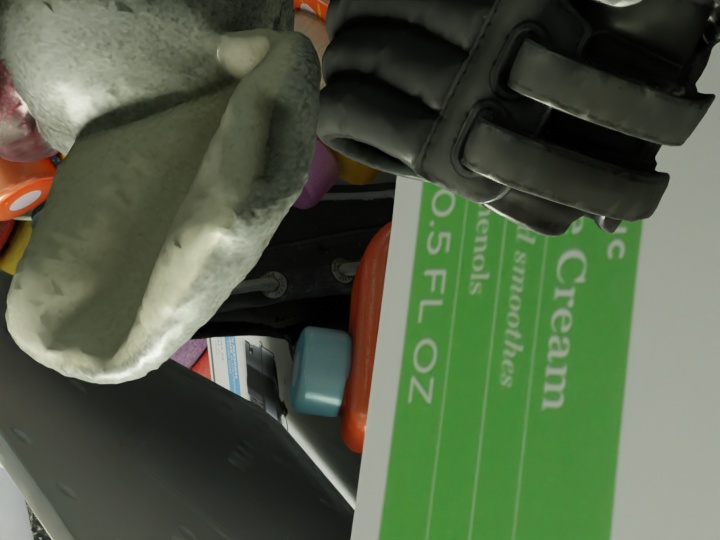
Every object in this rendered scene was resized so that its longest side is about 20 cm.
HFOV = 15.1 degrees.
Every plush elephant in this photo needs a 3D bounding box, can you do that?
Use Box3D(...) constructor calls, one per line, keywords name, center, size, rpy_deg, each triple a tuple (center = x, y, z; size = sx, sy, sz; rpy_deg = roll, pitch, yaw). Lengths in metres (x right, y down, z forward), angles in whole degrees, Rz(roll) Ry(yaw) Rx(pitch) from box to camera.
Box3D(name="plush elephant", center=(-0.083, -0.053, 0.518), size=(0.200, 0.155, 0.165), rpy_deg=(53, -171, -34))

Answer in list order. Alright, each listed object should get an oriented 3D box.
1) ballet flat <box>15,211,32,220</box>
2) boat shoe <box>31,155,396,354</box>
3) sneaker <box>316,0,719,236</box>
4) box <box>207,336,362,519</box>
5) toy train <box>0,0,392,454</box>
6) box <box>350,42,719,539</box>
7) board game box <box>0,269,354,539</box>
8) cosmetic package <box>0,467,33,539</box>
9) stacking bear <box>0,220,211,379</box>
Box3D(name="ballet flat", center=(-0.086, -0.047, 0.824), size=(0.067, 0.064, 0.200), rpy_deg=(-23, -166, -35))
Box3D(name="boat shoe", center=(0.000, 0.000, 0.787), size=(0.200, 0.068, 0.072), rpy_deg=(2, 163, -33))
Box3D(name="sneaker", center=(0.063, -0.056, 0.475), size=(0.071, 0.099, 0.200), rpy_deg=(15, 169, -36))
Box3D(name="box", center=(0.021, 0.059, 0.874), size=(0.060, 0.117, 0.200), rpy_deg=(-15, -156, -26))
Box3D(name="toy train", center=(-0.038, -0.023, 0.689), size=(0.199, 0.151, 0.056), rpy_deg=(13, 157, -6))
Box3D(name="box", center=(0.125, 0.024, 0.636), size=(0.200, 0.200, 0.171), rpy_deg=(14, 170, -43))
Box3D(name="board game box", center=(-0.048, 0.072, 0.760), size=(0.200, 0.026, 0.200), rpy_deg=(31, -168, -45))
Box3D(name="cosmetic package", center=(-0.224, 0.037, 0.819), size=(0.199, 0.200, 0.123), rpy_deg=(-20, -163, -34))
Box3D(name="stacking bear", center=(-0.131, -0.016, 0.991), size=(0.200, 0.114, 0.122), rpy_deg=(27, -156, -40))
